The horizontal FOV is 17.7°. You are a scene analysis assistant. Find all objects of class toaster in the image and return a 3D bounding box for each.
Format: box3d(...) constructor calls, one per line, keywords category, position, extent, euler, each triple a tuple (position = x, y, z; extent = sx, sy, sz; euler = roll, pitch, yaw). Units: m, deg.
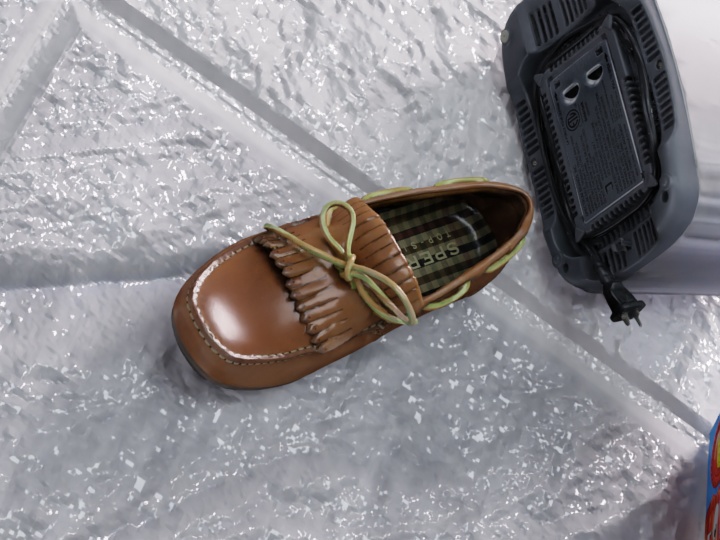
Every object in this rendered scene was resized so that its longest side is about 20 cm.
box3d(category="toaster", position=(0.161, -0.065, 1.172), extent=(0.128, 0.114, 0.202), euler=(5, 61, -35))

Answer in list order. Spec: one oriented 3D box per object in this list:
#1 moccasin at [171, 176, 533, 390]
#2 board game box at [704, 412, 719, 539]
box3d(category="moccasin", position=(0.001, 0.002, 1.046), extent=(0.200, 0.078, 0.074), euler=(-12, 72, -38))
box3d(category="board game box", position=(0.203, 0.115, 1.040), extent=(0.055, 0.201, 0.197), euler=(9, 56, -2))
